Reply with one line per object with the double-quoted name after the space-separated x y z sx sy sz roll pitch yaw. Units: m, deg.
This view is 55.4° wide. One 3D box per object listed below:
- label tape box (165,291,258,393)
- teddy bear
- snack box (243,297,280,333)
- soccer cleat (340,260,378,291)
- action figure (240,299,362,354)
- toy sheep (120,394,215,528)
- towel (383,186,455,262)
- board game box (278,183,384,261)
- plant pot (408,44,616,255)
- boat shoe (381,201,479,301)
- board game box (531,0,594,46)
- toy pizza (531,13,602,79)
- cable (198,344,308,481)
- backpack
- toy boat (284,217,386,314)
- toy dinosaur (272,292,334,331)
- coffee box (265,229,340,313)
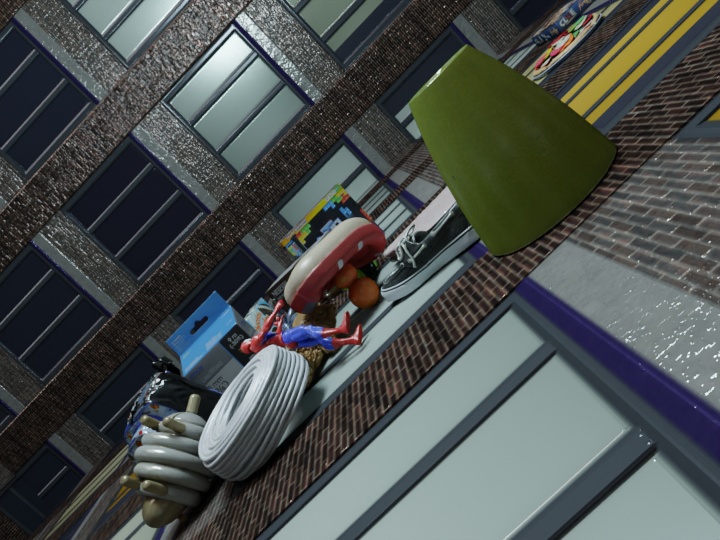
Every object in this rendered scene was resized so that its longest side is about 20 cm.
-0.250 0.162 1.267 0.144 0.200 0.063 -44 8 6 "label tape box"
-0.089 0.136 1.125 0.145 0.067 0.200 -48 15 18 "teddy bear"
-0.192 0.136 1.399 0.037 0.116 0.200 -43 9 14 "snack box"
0.000 0.000 1.303 0.081 0.068 0.200 -34 6 -11 "soccer cleat"
-0.095 0.081 1.045 0.198 0.065 0.100 -14 51 22 "action figure"
-0.277 0.283 1.032 0.138 0.137 0.202 -30 39 60 "toy sheep"
0.131 -0.088 1.177 0.200 0.032 0.191 -47 8 -8 "towel"
-0.068 -0.077 1.629 0.200 0.165 0.057 -47 7 -10 "board game box"
0.155 -0.153 0.798 0.187 0.200 0.187 -44 8 8 "plant pot"
0.088 -0.029 0.984 0.199 0.068 0.074 -39 10 39 "boat shoe"
0.576 -0.717 1.955 0.136 0.035 0.200 -45 9 1 "board game box"
0.466 -0.519 1.574 0.200 0.032 0.200 -44 9 8 "toy pizza"
-0.151 0.197 0.971 0.201 0.069 0.200 -58 15 -4 "cable"
-0.315 0.273 1.190 0.190 0.199 0.155 -40 22 50 "backpack"
-0.022 0.009 1.131 0.200 0.131 0.131 -45 -7 -32 "toy boat"
-0.113 0.118 1.375 0.201 0.104 0.182 87 -162 -48 "toy dinosaur"
-0.104 0.017 1.538 0.200 0.114 0.080 -39 11 35 "coffee box"
